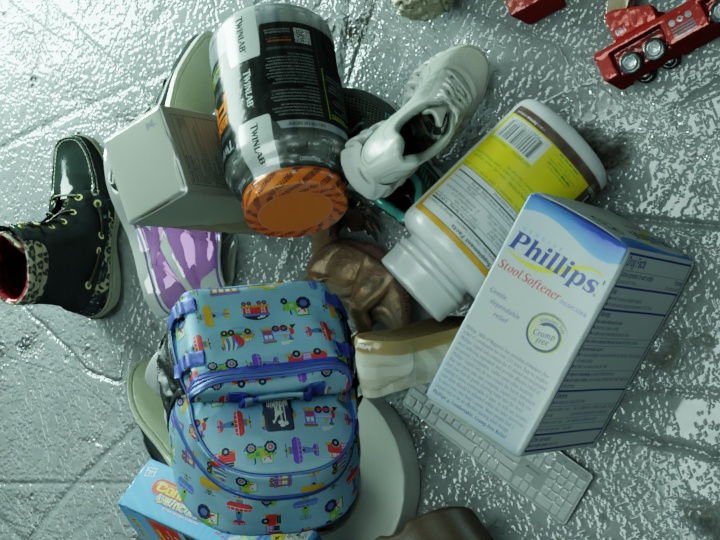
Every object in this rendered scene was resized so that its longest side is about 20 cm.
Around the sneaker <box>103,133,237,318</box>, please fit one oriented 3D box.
[{"bbox_3d":[-0.187,-0.063,1.641,0.114,0.073,0.201,-22,87,22],"label":"sneaker"}]

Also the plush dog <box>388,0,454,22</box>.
[{"bbox_3d":[0.069,-0.348,1.456,0.160,0.172,0.200,-11,81,27],"label":"plush dog"}]

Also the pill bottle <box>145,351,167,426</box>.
[{"bbox_3d":[-0.118,0.148,1.522,0.200,0.104,0.104,42,106,24],"label":"pill bottle"}]

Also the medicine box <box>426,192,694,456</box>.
[{"bbox_3d":[0.175,0.048,1.365,0.103,0.182,0.200,31,101,26],"label":"medicine box"}]

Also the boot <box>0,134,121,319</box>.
[{"bbox_3d":[-0.322,-0.052,1.660,0.073,0.154,0.204,-11,82,27],"label":"boot"}]

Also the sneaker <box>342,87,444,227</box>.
[{"bbox_3d":[0.022,-0.107,1.512,0.200,0.091,0.078,47,107,23],"label":"sneaker"}]

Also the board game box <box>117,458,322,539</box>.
[{"bbox_3d":[-0.108,0.282,1.499,0.196,0.200,0.056,19,59,29],"label":"board game box"}]

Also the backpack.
[{"bbox_3d":[-0.083,0.125,1.390,0.135,0.182,0.200,104,161,-49],"label":"backpack"}]

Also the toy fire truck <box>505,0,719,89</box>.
[{"bbox_3d":[0.242,-0.243,1.426,0.200,0.049,0.141,-29,73,24],"label":"toy fire truck"}]

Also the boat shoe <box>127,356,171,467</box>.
[{"bbox_3d":[-0.185,0.174,1.619,0.199,0.074,0.066,50,148,36],"label":"boat shoe"}]

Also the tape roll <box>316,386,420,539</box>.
[{"bbox_3d":[-0.038,0.204,1.555,0.203,0.037,0.203,-2,86,29],"label":"tape roll"}]

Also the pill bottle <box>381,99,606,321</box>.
[{"bbox_3d":[0.116,-0.050,1.417,0.200,0.109,0.109,-44,67,-1],"label":"pill bottle"}]

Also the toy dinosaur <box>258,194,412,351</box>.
[{"bbox_3d":[0.000,0.000,1.526,0.200,0.086,0.136,38,98,19],"label":"toy dinosaur"}]

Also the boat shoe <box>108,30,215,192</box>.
[{"bbox_3d":[-0.196,-0.162,1.615,0.068,0.072,0.200,2,59,34],"label":"boat shoe"}]

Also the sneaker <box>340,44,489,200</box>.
[{"bbox_3d":[0.068,-0.143,1.448,0.075,0.200,0.081,47,146,-11],"label":"sneaker"}]

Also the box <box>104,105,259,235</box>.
[{"bbox_3d":[-0.145,-0.094,1.538,0.078,0.200,0.095,-27,73,29],"label":"box"}]

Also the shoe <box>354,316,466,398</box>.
[{"bbox_3d":[0.071,0.073,1.420,0.070,0.200,0.053,4,99,48],"label":"shoe"}]

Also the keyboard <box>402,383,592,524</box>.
[{"bbox_3d":[0.126,0.157,1.483,0.200,0.011,0.056,36,103,26],"label":"keyboard"}]

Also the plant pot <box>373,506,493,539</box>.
[{"bbox_3d":[0.084,0.330,1.402,0.200,0.200,0.198,-41,60,20],"label":"plant pot"}]

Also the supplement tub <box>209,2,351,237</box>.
[{"bbox_3d":[-0.073,-0.140,1.486,0.122,0.122,0.200,-25,57,25],"label":"supplement tub"}]
